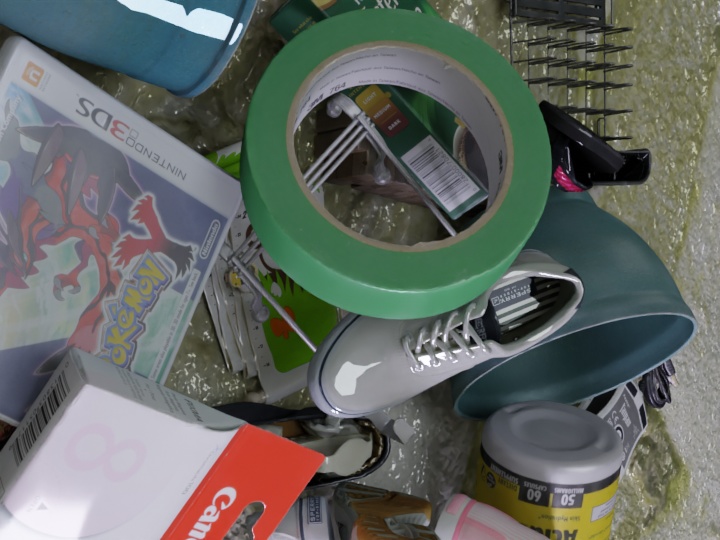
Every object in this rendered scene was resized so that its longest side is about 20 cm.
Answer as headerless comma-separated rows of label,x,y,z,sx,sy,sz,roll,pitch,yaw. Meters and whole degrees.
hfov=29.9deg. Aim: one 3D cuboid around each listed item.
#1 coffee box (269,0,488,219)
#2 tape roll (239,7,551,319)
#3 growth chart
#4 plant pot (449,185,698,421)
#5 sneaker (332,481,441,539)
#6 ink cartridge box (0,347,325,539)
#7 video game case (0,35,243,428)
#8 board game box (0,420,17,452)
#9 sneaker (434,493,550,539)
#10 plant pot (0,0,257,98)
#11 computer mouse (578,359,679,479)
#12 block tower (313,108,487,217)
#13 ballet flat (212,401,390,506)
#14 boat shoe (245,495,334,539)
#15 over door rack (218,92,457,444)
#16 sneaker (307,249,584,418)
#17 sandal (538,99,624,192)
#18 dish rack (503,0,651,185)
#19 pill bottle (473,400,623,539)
coffee box,0.033,-0.147,0.988,0.200,0.044,0.123,46,39,-12
tape roll,0.022,-0.071,0.867,0.198,0.048,0.203,4,66,-9
growth chart,-0.063,-0.003,0.969,0.144,0.018,0.202,-34,113,-38
plant pot,0.149,0.018,1.066,0.199,0.200,0.136,5,60,-42
sneaker,0.011,0.206,0.942,0.075,0.200,0.089,10,94,0
ink cartridge box,-0.131,0.152,0.816,0.199,0.057,0.163,29,103,-30
video game case,-0.174,-0.005,0.803,0.181,0.023,0.202,32,72,-36
board game box,-0.218,0.008,0.811,0.136,0.034,0.201,-45,118,-34
sneaker,0.093,0.269,0.997,0.075,0.103,0.203,-43,147,-62
plant pot,-0.167,-0.217,0.774,0.186,0.199,0.203,9,82,-28
computer mouse,0.227,0.124,1.220,0.200,0.044,0.111,-48,124,-40
block tower,0.054,-0.081,1.057,0.198,0.057,0.055,11,81,-40
ballet flat,-0.056,0.127,0.934,0.198,0.073,0.074,0,88,-43
boat shoe,-0.043,0.247,0.948,0.064,0.074,0.202,-7,112,0
over door rack,0.000,0.000,0.940,0.200,0.066,0.148,46,76,-15
sneaker,0.058,0.037,0.889,0.199,0.071,0.074,-28,99,-18
sandal,0.149,-0.083,1.015,0.075,0.200,0.045,38,90,1
dish rack,0.188,-0.175,1.183,0.152,0.054,0.203,-3,93,-44
pill bottle,0.141,0.215,1.065,0.111,0.111,0.203,-16,119,-42
